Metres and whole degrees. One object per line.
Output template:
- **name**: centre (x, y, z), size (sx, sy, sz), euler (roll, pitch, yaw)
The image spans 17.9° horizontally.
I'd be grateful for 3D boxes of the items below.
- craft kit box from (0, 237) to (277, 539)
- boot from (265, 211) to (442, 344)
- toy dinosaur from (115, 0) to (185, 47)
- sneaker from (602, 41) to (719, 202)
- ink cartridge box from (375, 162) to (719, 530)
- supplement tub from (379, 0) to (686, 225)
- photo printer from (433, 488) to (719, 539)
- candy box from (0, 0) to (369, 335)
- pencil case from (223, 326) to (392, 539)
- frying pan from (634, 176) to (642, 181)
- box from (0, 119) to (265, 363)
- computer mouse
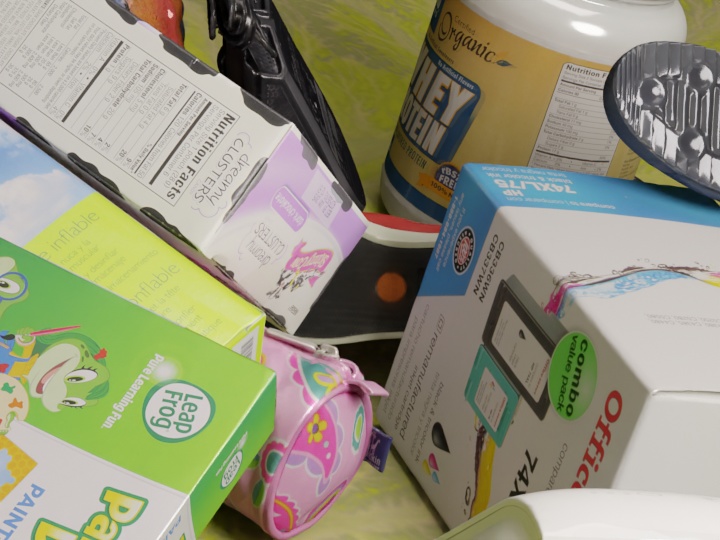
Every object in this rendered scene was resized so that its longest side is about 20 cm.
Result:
- **craft kit box**: centre (-0.163, 0.076, 0.843), size (0.197, 0.049, 0.200), euler (26, 55, 12)
- **boot**: centre (0.000, 0.000, 1.202), size (0.199, 0.073, 0.144), euler (7, 4, 0)
- **toy dinosaur**: centre (-0.105, -0.120, 1.225), size (0.199, 0.182, 0.105), euler (27, 26, 17)
- **sneaker**: centre (0.188, -0.056, 1.126), size (0.199, 0.071, 0.082), euler (21, -13, -26)
- **ink cartridge box**: centre (0.124, 0.066, 1.043), size (0.145, 0.147, 0.200), euler (6, 27, -27)
- **supplement tub**: centre (0.104, -0.110, 1.329), size (0.144, 0.201, 0.145), euler (15, 24, -7)
- **photo printer**: centre (0.096, 0.133, 0.838), size (0.166, 0.200, 0.070), euler (8, 68, -19)
- **candy box**: centre (-0.107, -0.067, 1.061), size (0.200, 0.072, 0.168), euler (35, -5, 17)
- **pencil case**: centre (-0.085, 0.040, 1.024), size (0.199, 0.088, 0.087), euler (29, 27, 25)
- **frying pan**: centre (0.121, -0.080, 1.459), size (0.115, 0.190, 0.031), euler (-13, 26, 52)
- **box**: centre (-0.153, 0.009, 0.953), size (0.200, 0.048, 0.122), euler (36, 57, 19)
- **computer mouse**: centre (-0.056, -0.102, 1.274), size (0.053, 0.200, 0.139), euler (-23, 37, 7)
